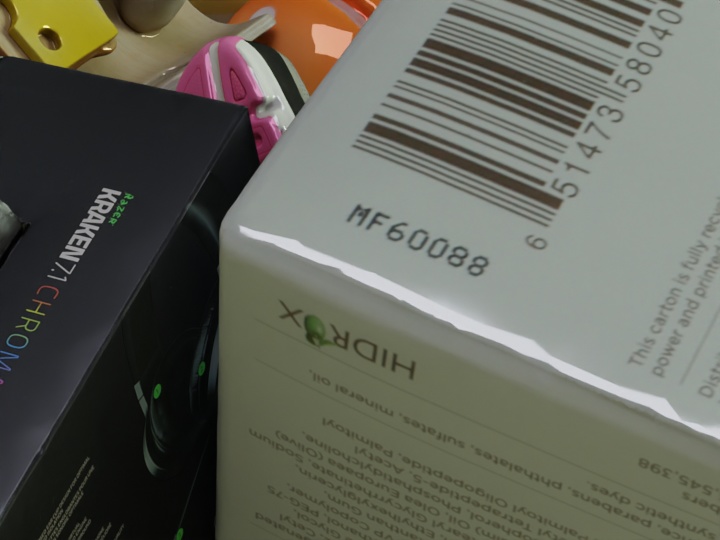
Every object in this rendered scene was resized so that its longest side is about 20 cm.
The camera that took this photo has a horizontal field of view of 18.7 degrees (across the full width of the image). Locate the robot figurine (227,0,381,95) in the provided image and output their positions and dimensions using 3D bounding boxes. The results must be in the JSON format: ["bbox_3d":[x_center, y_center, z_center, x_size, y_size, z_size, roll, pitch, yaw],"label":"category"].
[{"bbox_3d":[0.018,-0.089,0.944,0.200,0.117,0.144,-32,48,-29],"label":"robot figurine"}]

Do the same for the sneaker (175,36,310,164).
[{"bbox_3d":[0.000,0.000,0.823,0.087,0.074,0.200,-27,88,-44],"label":"sneaker"}]

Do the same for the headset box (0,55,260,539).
[{"bbox_3d":[-0.097,0.056,0.699,0.093,0.200,0.174,13,53,19],"label":"headset box"}]

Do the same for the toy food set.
[{"bbox_3d":[-0.133,-0.142,0.824,0.200,0.060,0.144,50,40,-3],"label":"toy food set"}]

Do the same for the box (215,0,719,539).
[{"bbox_3d":[0.085,0.012,0.674,0.200,0.171,0.199,24,54,13],"label":"box"}]

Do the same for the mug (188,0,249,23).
[{"bbox_3d":[-0.107,-0.163,1.017,0.153,0.150,0.187,6,14,-2],"label":"mug"}]
